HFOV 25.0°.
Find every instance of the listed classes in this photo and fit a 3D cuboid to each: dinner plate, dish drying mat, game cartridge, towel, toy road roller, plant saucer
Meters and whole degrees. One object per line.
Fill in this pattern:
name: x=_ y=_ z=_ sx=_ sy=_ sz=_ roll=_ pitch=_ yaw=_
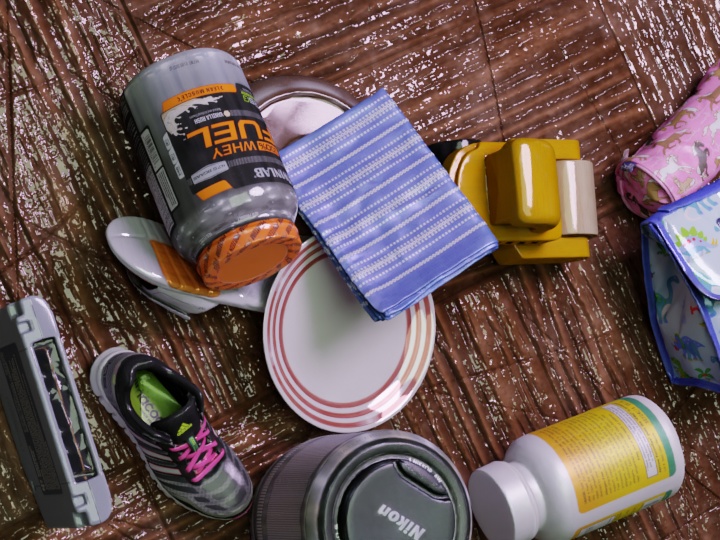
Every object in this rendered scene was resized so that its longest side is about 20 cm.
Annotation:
dinner plate: x=-0.013 y=0.056 z=1.573 sx=0.200 sy=0.024 sz=0.201 roll=-2 pitch=94 yaw=-34
dish drying mat: x=0.000 y=0.000 z=1.611 sx=0.077 sy=0.018 sz=0.200 roll=42 pitch=69 yaw=-11
game cartridge: x=-0.276 y=0.126 z=1.415 sx=0.041 sy=0.133 sz=0.200 roll=-18 pitch=90 yaw=-23
towel: x=0.020 y=-0.063 z=1.539 sx=0.145 sy=0.024 sz=0.200 roll=-32 pitch=75 yaw=-13
toy road roller: x=0.168 y=-0.075 z=1.617 sx=0.200 sy=0.146 sz=0.123 roll=-1 pitch=83 yaw=-27
plant saucer: x=-0.054 y=-0.099 z=1.588 sx=0.200 sy=0.032 sz=0.201 roll=4 pitch=78 yaw=-18

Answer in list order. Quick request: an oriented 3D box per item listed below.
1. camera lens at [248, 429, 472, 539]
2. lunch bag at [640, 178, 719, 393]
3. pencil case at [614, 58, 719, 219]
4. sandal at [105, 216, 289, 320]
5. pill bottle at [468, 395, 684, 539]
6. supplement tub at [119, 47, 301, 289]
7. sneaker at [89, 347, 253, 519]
camera lens: x=-0.003 y=0.228 z=1.478 sx=0.160 sy=0.200 sz=0.160 roll=3 pitch=81 yaw=-22
lunch bag: x=0.390 y=0.004 z=1.702 sx=0.170 sy=0.127 sz=0.200 roll=-27 pitch=104 yaw=-24
pencil case: x=0.359 y=-0.142 z=1.746 sx=0.087 sy=0.083 sz=0.200 roll=47 pitch=69 yaw=-2
sandal: x=-0.156 y=0.015 z=1.519 sx=0.206 sy=0.059 sz=0.079 roll=21 pitch=37 yaw=-36
pill bottle: x=0.213 y=0.206 z=1.620 sx=0.200 sy=0.113 sz=0.113 roll=-18 pitch=90 yaw=-24
supplement tub: x=-0.133 y=-0.091 z=1.483 sx=0.122 sy=0.123 sz=0.200 roll=-16 pitch=69 yaw=-24
sneaker: x=-0.166 y=0.150 z=1.483 sx=0.074 sy=0.087 sz=0.200 roll=-42 pitch=99 yaw=-22
